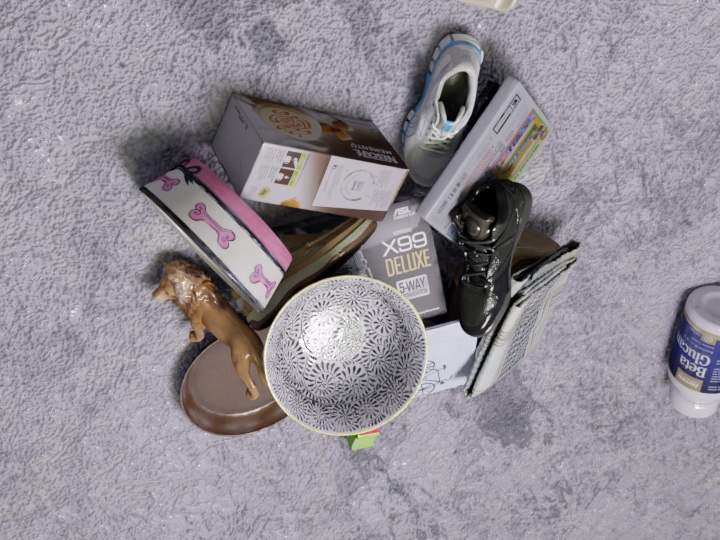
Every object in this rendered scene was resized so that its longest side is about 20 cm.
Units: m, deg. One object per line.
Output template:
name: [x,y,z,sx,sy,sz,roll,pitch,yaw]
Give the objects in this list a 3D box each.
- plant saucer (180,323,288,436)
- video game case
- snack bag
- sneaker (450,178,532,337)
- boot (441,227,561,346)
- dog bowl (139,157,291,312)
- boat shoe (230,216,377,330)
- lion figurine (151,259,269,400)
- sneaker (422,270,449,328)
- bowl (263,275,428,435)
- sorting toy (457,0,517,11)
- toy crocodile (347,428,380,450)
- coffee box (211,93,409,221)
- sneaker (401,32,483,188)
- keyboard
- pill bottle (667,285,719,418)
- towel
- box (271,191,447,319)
plant saucer: [-0.151,0.141,1.818,0.198,0.032,0.202,-15,132,-17]
video game case: [0.159,-0.128,1.682,0.201,0.022,0.182,-56,155,2]
snack bag: [0.065,0.122,1.777,0.198,0.022,0.189,-14,148,-7]
sneaker: [0.146,-0.019,1.660,0.114,0.076,0.201,10,98,-56]
boot: [0.183,0.029,1.845,0.199,0.072,0.167,-10,130,-47]
dog bowl: [-0.160,-0.047,1.551,0.074,0.200,0.200,-45,135,-6]
boat shoe: [-0.073,-0.016,1.630,0.199,0.076,0.072,-39,171,1]
lion figurine: [-0.168,0.071,1.663,0.073,0.199,0.123,-48,164,-25]
sneaker: [0.069,0.030,1.822,0.199,0.078,0.090,14,106,-40]
bowl: [-0.023,0.088,1.632,0.199,0.094,0.203,-3,108,-8]
sorting toy: [0.130,-0.389,1.515,0.198,0.037,0.186,7,123,-32]
toy crocodile: [0.016,0.184,1.921,0.067,0.062,0.201,-4,129,-24]
coffee box: [-0.059,-0.131,1.578,0.198,0.115,0.080,8,123,-32]
sneaker: [0.097,-0.181,1.627,0.074,0.087,0.201,10,123,-6]
keyboard: [0.145,-0.143,1.686,0.039,0.104,0.201,23,123,7]
pill bottle: [0.548,0.133,2.123,0.110,0.111,0.201,-11,131,-19]
towel: [0.225,0.066,1.819,0.192,0.034,0.201,-26,143,-50]
box: [0.000,0.000,1.714,0.198,0.050,0.159,-14,103,-13]
